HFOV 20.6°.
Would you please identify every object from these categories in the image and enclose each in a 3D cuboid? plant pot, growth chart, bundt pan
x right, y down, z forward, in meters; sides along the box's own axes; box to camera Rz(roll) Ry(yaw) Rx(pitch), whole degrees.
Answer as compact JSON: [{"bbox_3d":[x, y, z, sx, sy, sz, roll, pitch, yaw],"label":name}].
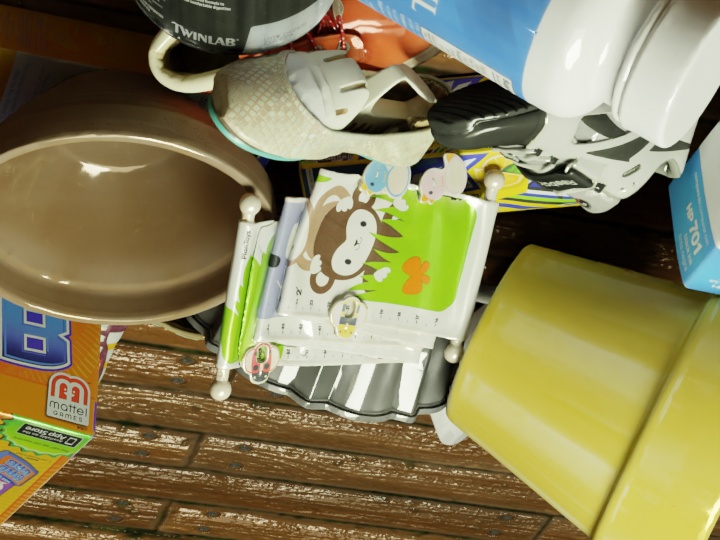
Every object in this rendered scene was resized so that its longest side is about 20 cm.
[{"bbox_3d":[0.165,0.082,1.288,0.188,0.201,0.201,26,147,11],"label":"plant pot"},{"bbox_3d":[-0.152,-0.058,1.218,0.199,0.093,0.201,-2,147,-1],"label":"plant pot"},{"bbox_3d":[0.000,0.000,1.211,0.198,0.018,0.146,-5,109,-32],"label":"growth chart"},{"bbox_3d":[-0.016,0.013,1.325,0.200,0.202,0.076,12,118,-20],"label":"bundt pan"}]

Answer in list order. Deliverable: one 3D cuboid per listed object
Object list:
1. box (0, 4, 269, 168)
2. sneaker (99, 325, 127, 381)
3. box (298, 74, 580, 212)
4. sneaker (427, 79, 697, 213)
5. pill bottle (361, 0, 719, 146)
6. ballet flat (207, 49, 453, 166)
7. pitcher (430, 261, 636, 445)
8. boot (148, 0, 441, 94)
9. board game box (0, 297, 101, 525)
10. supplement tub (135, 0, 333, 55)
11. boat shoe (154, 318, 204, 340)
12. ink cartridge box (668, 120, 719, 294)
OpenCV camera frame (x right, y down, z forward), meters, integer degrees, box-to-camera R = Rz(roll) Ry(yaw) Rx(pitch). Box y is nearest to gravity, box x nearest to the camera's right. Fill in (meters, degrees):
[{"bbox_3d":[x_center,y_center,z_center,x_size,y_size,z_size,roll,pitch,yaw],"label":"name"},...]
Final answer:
[{"bbox_3d":[-0.151,-0.102,1.270,0.198,0.042,0.119,8,145,-19],"label":"box"},{"bbox_3d":[-0.207,0.058,1.456,0.074,0.091,0.200,10,144,-18],"label":"sneaker"},{"bbox_3d":[0.061,-0.080,1.283,0.198,0.071,0.065,-5,142,4],"label":"box"},{"bbox_3d":[0.127,-0.073,1.174,0.199,0.089,0.074,-9,-162,-32],"label":"sneaker"},{"bbox_3d":[0.089,-0.148,0.995,0.199,0.112,0.113,32,151,18],"label":"pill bottle"},{"bbox_3d":[-0.011,-0.099,1.115,0.062,0.068,0.199,-37,163,26],"label":"ballet flat"},{"bbox_3d":[0.115,0.047,1.448,0.199,0.122,0.172,-13,135,37],"label":"pitcher"},{"bbox_3d":[-0.026,-0.142,1.146,0.198,0.076,0.107,-16,-179,18],"label":"boot"},{"bbox_3d":[-0.305,0.042,1.330,0.199,0.201,0.200,19,141,-28],"label":"board game box"},{"bbox_3d":[-0.064,-0.218,1.026,0.121,0.123,0.201,1,146,-5],"label":"supplement tub"},{"bbox_3d":[-0.109,0.026,1.412,0.073,0.063,0.199,-40,145,23],"label":"boat shoe"},{"bbox_3d":[0.295,-0.063,1.186,0.145,0.087,0.200,10,146,-16],"label":"ink cartridge box"}]
